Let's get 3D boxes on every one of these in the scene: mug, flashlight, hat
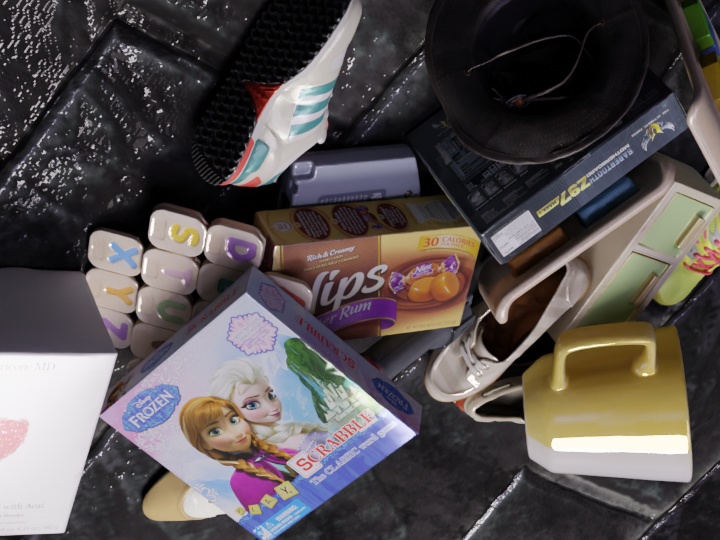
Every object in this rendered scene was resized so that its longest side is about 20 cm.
[{"bbox_3d":[0.233,0.117,1.632,0.153,0.149,0.187,-5,110,7],"label":"mug"},{"bbox_3d":[0.024,0.084,1.562,0.200,0.068,0.068,-36,127,-40],"label":"flashlight"},{"bbox_3d":[0.153,-0.172,1.398,0.201,0.201,0.081,-41,153,8],"label":"hat"}]

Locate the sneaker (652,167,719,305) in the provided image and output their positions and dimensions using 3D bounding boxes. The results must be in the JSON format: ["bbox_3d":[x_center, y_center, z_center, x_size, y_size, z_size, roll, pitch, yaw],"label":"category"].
[{"bbox_3d":[0.353,-0.037,1.671,0.078,0.090,0.200,12,121,-37],"label":"sneaker"}]

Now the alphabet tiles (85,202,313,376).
[{"bbox_3d":[-0.143,0.037,1.447,0.195,0.015,0.200,15,124,2],"label":"alphabet tiles"}]

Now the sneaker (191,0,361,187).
[{"bbox_3d":[-0.053,-0.150,1.390,0.093,0.070,0.200,9,121,-54],"label":"sneaker"}]

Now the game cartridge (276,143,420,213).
[{"bbox_3d":[-0.015,-0.024,1.525,0.133,0.040,0.200,-4,128,-21],"label":"game cartridge"}]

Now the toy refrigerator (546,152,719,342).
[{"bbox_3d":[0.259,-0.013,1.655,0.076,0.070,0.200,18,116,-37],"label":"toy refrigerator"}]

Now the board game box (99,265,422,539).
[{"bbox_3d":[-0.086,0.121,1.458,0.199,0.041,0.200,40,120,-18],"label":"board game box"}]

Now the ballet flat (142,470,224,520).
[{"bbox_3d":[-0.118,0.194,1.631,0.200,0.063,0.069,-32,134,0],"label":"ballet flat"}]

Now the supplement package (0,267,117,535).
[{"bbox_3d":[-0.296,0.111,1.427,0.121,0.120,0.200,2,125,-28],"label":"supplement package"}]

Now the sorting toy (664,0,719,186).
[{"bbox_3d":[0.313,-0.157,1.483,0.036,0.200,0.185,-18,138,20],"label":"sorting toy"}]

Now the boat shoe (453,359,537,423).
[{"bbox_3d":[0.177,0.126,1.732,0.200,0.063,0.071,7,121,-34],"label":"boat shoe"}]

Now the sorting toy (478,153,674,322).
[{"bbox_3d":[0.185,-0.041,1.529,0.200,0.185,0.036,-40,97,4],"label":"sorting toy"}]

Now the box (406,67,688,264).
[{"bbox_3d":[0.157,-0.119,1.451,0.200,0.158,0.051,-37,135,3],"label":"box"}]

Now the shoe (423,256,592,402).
[{"bbox_3d":[0.135,0.053,1.631,0.200,0.070,0.053,-42,167,12],"label":"shoe"}]

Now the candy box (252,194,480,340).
[{"bbox_3d":[0.000,0.000,1.491,0.200,0.056,0.117,-7,129,-25],"label":"candy box"}]
